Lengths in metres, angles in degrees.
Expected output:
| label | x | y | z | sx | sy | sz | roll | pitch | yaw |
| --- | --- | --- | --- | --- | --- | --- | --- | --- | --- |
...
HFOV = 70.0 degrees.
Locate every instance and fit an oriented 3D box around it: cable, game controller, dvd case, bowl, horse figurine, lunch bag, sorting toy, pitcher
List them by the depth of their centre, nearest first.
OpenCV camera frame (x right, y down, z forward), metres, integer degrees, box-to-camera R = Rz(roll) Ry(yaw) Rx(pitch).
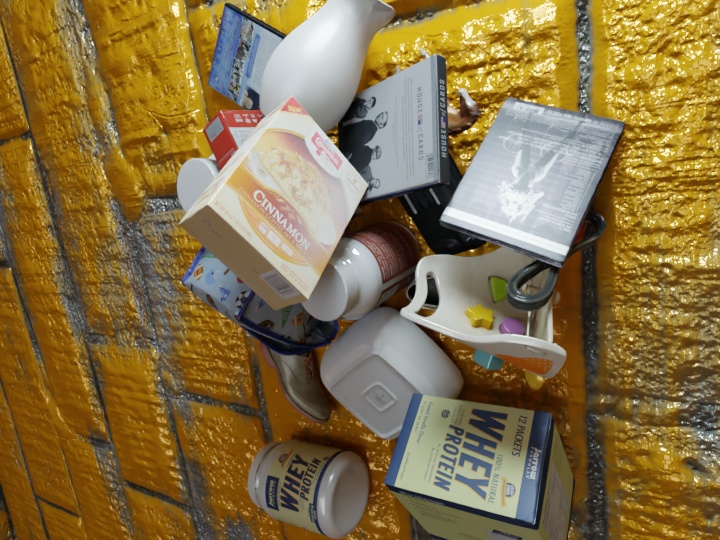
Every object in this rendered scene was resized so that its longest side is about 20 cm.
| label | x | y | z | sx | sy | sz | roll | pitch | yaw |
| --- | --- | --- | --- | --- | --- | --- | --- | --- | --- |
| cable | 0.226 | -0.016 | 0.597 | 0.096 | 0.201 | 0.051 | 15 | 141 | 16 |
| dvd case | 0.202 | -0.113 | 0.606 | 0.147 | 0.201 | 0.016 | 22 | 161 | 26 |
| sorting toy | 0.145 | 0.041 | 0.623 | 0.177 | 0.201 | 0.108 | 15 | 129 | 11 |
| dvd case | 0.035 | -0.171 | 0.674 | 0.199 | 0.024 | 0.153 | -3 | 87 | 52 |
| pitcher | -0.050 | -0.287 | 0.703 | 0.120 | 0.172 | 0.201 | 32 | 108 | -17 |
| game controller | 0.099 | -0.109 | 0.718 | 0.104 | 0.042 | 0.201 | -12 | 115 | 52 |
| horse figurine | 0.068 | -0.208 | 0.726 | 0.199 | 0.050 | 0.133 | -38 | 82 | 36 |
| lunch bag | -0.143 | 0.043 | 0.789 | 0.169 | 0.200 | 0.125 | 24 | 82 | 39 |
| bowl | 0.039 | 0.178 | 0.818 | 0.200 | 0.075 | 0.200 | 44 | 124 | -5 |
| dvd case | -0.173 | -0.340 | 0.866 | 0.199 | 0.017 | 0.144 | 36 | 121 | 21 |

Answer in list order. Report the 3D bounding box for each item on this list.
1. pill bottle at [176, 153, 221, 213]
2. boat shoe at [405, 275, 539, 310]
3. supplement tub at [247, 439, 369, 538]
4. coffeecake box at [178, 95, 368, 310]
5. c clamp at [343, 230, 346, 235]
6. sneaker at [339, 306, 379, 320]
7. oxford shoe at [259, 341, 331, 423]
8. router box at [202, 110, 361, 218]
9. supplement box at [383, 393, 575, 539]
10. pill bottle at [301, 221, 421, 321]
| label | x | y | z | sx | sy | sz | roll | pitch | yaw |
| --- | --- | --- | --- | --- | --- | --- | --- | --- | --- |
| pill bottle | -0.177 | -0.127 | 0.793 | 0.110 | 0.199 | 0.113 | 5 | 101 | 30 |
| boat shoe | 0.159 | 0.029 | 0.731 | 0.198 | 0.059 | 0.073 | 2 | 105 | 32 |
| supplement tub | -0.098 | 0.401 | 0.965 | 0.198 | 0.144 | 0.147 | -2 | 104 | 33 |
| coffeecake box | -0.093 | -0.082 | 0.622 | 0.073 | 0.201 | 0.154 | -18 | 127 | 44 |
| c clamp | -0.103 | -0.131 | 0.878 | 0.198 | 0.027 | 0.173 | 16 | 113 | 28 |
| sneaker | -0.061 | 0.006 | 0.855 | 0.198 | 0.074 | 0.117 | 14 | 124 | 31 |
| oxford shoe | -0.111 | 0.191 | 0.957 | 0.075 | 0.070 | 0.201 | -43 | 81 | 29 |
| router box | -0.104 | -0.140 | 0.749 | 0.049 | 0.199 | 0.181 | -27 | 88 | 37 |
| supplement box | 0.171 | 0.290 | 0.707 | 0.198 | 0.135 | 0.201 | 0 | 138 | 33 |
| pill bottle | 0.000 | 0.000 | 0.743 | 0.111 | 0.199 | 0.114 | 10 | 110 | 30 |
